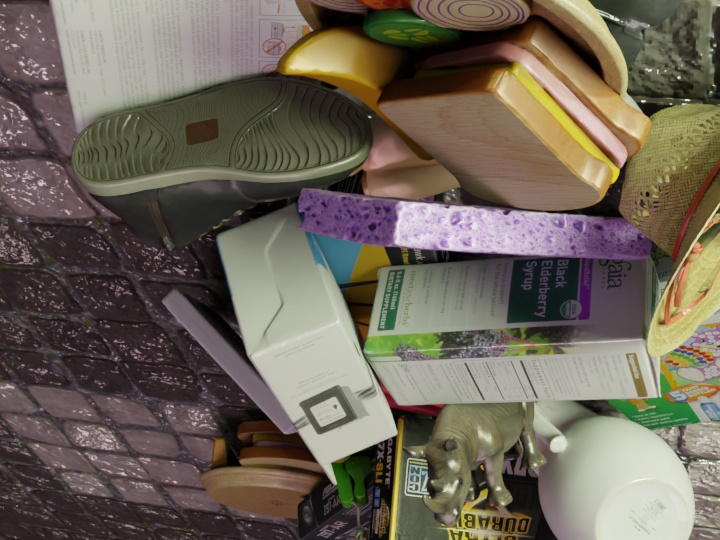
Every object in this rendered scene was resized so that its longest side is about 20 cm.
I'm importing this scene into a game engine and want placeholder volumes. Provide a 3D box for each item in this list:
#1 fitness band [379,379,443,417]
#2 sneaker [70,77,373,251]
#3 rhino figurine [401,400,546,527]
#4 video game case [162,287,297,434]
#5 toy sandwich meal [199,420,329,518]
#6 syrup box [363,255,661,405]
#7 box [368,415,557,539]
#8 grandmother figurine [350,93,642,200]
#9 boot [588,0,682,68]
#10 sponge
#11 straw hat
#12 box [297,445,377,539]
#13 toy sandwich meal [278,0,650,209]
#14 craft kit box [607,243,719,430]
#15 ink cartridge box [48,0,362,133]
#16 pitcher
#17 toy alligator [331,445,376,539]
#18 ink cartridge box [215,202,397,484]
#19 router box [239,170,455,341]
[{"bbox_3d":[0.028,0.109,1.002,0.143,0.038,0.200,-6,161,37],"label":"fitness band"},{"bbox_3d":[-0.084,-0.069,0.754,0.199,0.075,0.106,-4,157,10],"label":"sneaker"},{"bbox_3d":[0.086,0.135,0.849,0.059,0.200,0.088,-10,98,30],"label":"rhino figurine"},{"bbox_3d":[-0.097,0.081,0.942,0.143,0.018,0.200,46,176,6],"label":"video game case"},{"bbox_3d":[-0.091,0.230,1.263,0.204,0.071,0.205,6,156,2],"label":"toy sandwich meal"},{"bbox_3d":[0.112,0.042,0.794,0.199,0.079,0.082,-5,142,23],"label":"syrup box"},{"bbox_3d":[0.105,0.228,1.042,0.199,0.161,0.049,12,163,-27],"label":"box"},{"bbox_3d":[0.088,-0.081,0.722,0.199,0.061,0.121,-7,155,33],"label":"grandmother figurine"},{"bbox_3d":[0.084,-0.189,0.550,0.199,0.066,0.165,25,155,-9],"label":"boot"},{"bbox_3d":[0.073,-0.028,0.694,0.199,0.030,0.111,3,-175,-32],"label":"sponge"},{"bbox_3d":[0.201,-0.054,0.655,0.085,0.201,0.202,39,157,27],"label":"straw hat"},{"bbox_3d":[0.050,0.240,1.169,0.159,0.044,0.200,16,139,-29],"label":"box"},{"bbox_3d":[0.049,-0.102,0.588,0.204,0.071,0.205,19,168,4],"label":"toy sandwich meal"},{"bbox_3d":[0.259,0.052,0.870,0.199,0.049,0.197,-19,131,41],"label":"craft kit box"},{"bbox_3d":[-0.094,-0.155,0.715,0.199,0.050,0.163,-2,148,-8],"label":"ink cartridge box"},{"bbox_3d":[0.188,0.165,0.955,0.171,0.121,0.200,38,-176,-14],"label":"pitcher"},{"bbox_3d":[-0.005,0.182,1.070,0.054,0.201,0.059,-20,147,-5],"label":"toy alligator"},{"bbox_3d":[-0.032,0.060,0.820,0.066,0.116,0.200,-23,141,2],"label":"ink cartridge box"},{"bbox_3d":[0.000,0.000,0.884,0.148,0.051,0.200,3,145,15],"label":"router box"}]
